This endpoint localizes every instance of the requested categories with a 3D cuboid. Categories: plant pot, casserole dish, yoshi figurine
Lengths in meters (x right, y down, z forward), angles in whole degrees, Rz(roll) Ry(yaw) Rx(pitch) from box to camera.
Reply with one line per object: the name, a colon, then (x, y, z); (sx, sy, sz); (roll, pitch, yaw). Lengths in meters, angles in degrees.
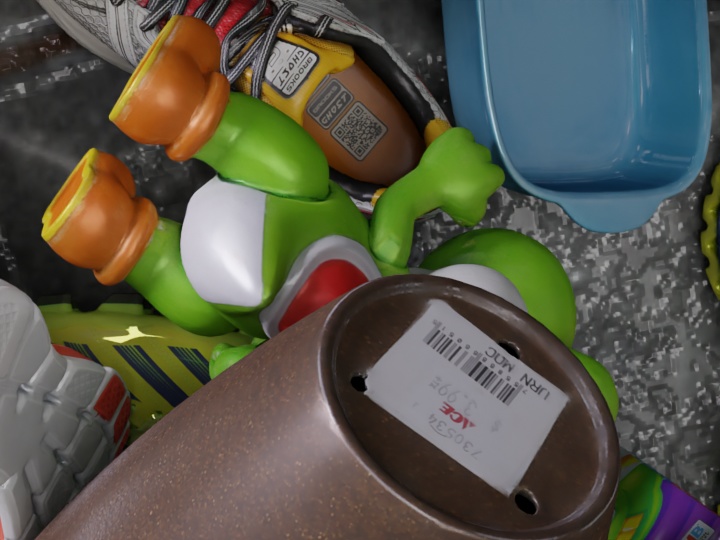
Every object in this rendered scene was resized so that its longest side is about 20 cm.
plant pot: (-0.010, 0.099, 0.670); (0.186, 0.187, 0.200); (18, 131, -16)
casserole dish: (0.075, -0.113, 0.832); (0.121, 0.039, 0.201); (-3, 90, -40)
yoshi figurine: (-0.002, -0.002, 0.771); (0.200, 0.112, 0.112); (32, 64, -9)

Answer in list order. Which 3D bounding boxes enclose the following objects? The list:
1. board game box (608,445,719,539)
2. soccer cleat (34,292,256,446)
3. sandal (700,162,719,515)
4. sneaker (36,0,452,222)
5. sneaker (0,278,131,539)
board game box: (0.099, 0.133, 0.817); (0.103, 0.200, 0.105); (40, 88, -16)
soccer cleat: (-0.047, 0.060, 0.837); (0.199, 0.065, 0.084); (15, 84, -18)
sandal: (0.184, 0.035, 0.885); (0.079, 0.087, 0.201); (-9, 99, -11)
sneaker: (-0.039, -0.087, 0.811); (0.200, 0.082, 0.078); (33, 90, -16)
sneaker: (-0.136, 0.043, 0.754); (0.082, 0.200, 0.077); (24, 67, 18)
